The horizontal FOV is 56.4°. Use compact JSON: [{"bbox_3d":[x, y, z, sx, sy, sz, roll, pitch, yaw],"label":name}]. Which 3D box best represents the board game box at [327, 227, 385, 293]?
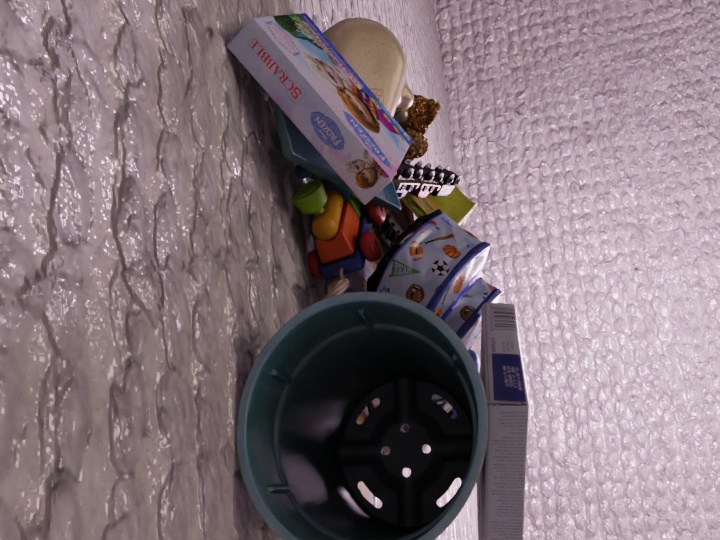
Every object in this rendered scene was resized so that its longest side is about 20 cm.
[{"bbox_3d":[0.000,0.000,0.927,0.200,0.034,0.137,54,31,-62],"label":"board game box"}]

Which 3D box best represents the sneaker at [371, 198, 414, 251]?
[{"bbox_3d":[0.051,-0.050,1.010,0.081,0.077,0.201,24,24,-34],"label":"sneaker"}]

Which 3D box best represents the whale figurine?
[{"bbox_3d":[-0.005,-0.226,0.897,0.103,0.157,0.204,3,-81,63],"label":"whale figurine"}]

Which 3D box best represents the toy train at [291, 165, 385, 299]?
[{"bbox_3d":[-0.036,-0.045,0.732,0.117,0.083,0.202,59,24,-32],"label":"toy train"}]

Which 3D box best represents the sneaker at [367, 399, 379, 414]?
[{"bbox_3d":[0.050,0.145,0.896,0.200,0.085,0.082,-93,172,-73],"label":"sneaker"}]

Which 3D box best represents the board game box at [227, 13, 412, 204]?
[{"bbox_3d":[-0.030,-0.184,0.726,0.200,0.041,0.200,48,22,-10],"label":"board game box"}]

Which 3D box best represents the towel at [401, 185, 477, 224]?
[{"bbox_3d":[0.121,-0.102,0.993,0.086,0.018,0.200,47,27,2],"label":"towel"}]

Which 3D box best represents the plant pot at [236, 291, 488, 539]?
[{"bbox_3d":[0.022,0.148,0.590,0.196,0.197,0.204,53,31,-63],"label":"plant pot"}]

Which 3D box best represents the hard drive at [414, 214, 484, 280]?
[{"bbox_3d":[0.128,-0.060,1.064,0.202,0.038,0.140,59,3,25],"label":"hard drive"}]

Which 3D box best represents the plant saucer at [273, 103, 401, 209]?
[{"bbox_3d":[-0.022,-0.119,0.734,0.199,0.019,0.071,20,47,-53],"label":"plant saucer"}]

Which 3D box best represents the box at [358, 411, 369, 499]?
[{"bbox_3d":[-0.022,0.229,0.722,0.164,0.021,0.203,61,25,-53],"label":"box"}]

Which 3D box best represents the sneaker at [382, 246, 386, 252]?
[{"bbox_3d":[0.073,-0.006,1.080,0.078,0.097,0.203,78,11,-55],"label":"sneaker"}]

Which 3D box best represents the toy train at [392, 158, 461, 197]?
[{"bbox_3d":[0.083,-0.121,0.908,0.034,0.046,0.199,40,22,22],"label":"toy train"}]

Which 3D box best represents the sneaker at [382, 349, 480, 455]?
[{"bbox_3d":[0.092,0.178,0.925,0.077,0.200,0.085,40,-15,21],"label":"sneaker"}]

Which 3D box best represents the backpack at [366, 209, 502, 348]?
[{"bbox_3d":[0.075,0.036,0.789,0.200,0.152,0.193,-46,158,-49],"label":"backpack"}]

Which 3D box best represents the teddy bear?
[{"bbox_3d":[0.040,-0.166,0.968,0.202,0.066,0.145,-60,-159,10],"label":"teddy bear"}]

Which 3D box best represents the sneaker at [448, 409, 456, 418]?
[{"bbox_3d":[0.078,0.185,1.039,0.080,0.115,0.200,28,21,-51],"label":"sneaker"}]

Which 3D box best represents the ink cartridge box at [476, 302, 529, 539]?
[{"bbox_3d":[0.137,0.164,0.664,0.197,0.042,0.204,-70,158,-67],"label":"ink cartridge box"}]
